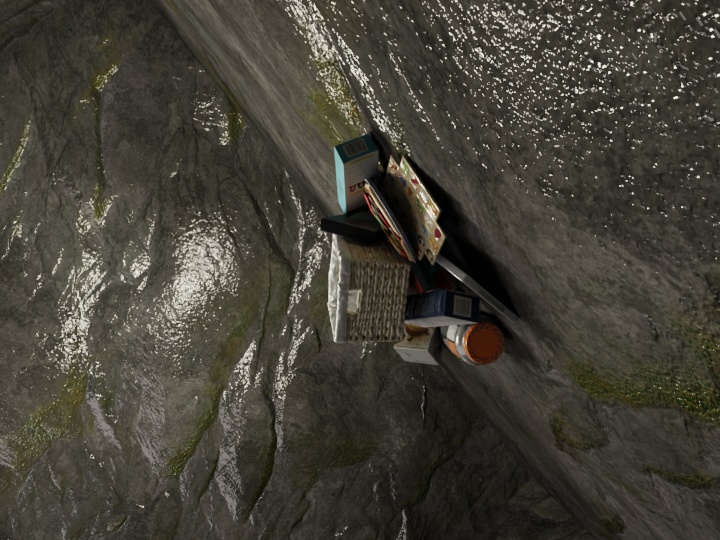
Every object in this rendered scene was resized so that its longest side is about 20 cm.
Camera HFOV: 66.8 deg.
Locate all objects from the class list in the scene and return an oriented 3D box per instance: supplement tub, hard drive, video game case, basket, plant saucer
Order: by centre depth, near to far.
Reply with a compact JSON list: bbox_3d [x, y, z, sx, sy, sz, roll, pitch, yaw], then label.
[{"bbox_3d":[0.222,0.027,1.101,0.199,0.018,0.143,35,-174,-38],"label":"video game case"},{"bbox_3d":[0.013,0.035,1.224,0.200,0.157,0.202,-108,21,-69],"label":"basket"},{"bbox_3d":[0.118,-0.048,1.252,0.070,0.019,0.203,-14,-101,-63],"label":"plant saucer"},{"bbox_3d":[0.014,-0.104,1.280,0.137,0.034,0.199,15,-164,24],"label":"hard drive"},{"bbox_3d":[0.277,0.166,1.360,0.123,0.122,0.200,50,176,-7],"label":"supplement tub"}]

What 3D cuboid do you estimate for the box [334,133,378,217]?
[{"bbox_3d":[-0.007,-0.199,1.176,0.201,0.081,0.050,90,155,-63],"label":"box"}]

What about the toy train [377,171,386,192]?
[{"bbox_3d":[0.063,-0.186,1.193,0.046,0.034,0.200,40,180,-23],"label":"toy train"}]

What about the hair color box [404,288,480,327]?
[{"bbox_3d":[0.168,0.088,1.237,0.098,0.062,0.199,13,166,-27],"label":"hair color box"}]

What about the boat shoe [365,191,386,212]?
[{"bbox_3d":[0.027,-0.178,1.382,0.071,0.070,0.200,55,176,24],"label":"boat shoe"}]

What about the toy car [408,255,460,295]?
[{"bbox_3d":[0.125,0.045,1.383,0.177,0.199,0.185,45,174,48],"label":"toy car"}]

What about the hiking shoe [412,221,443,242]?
[{"bbox_3d":[0.114,-0.093,1.160,0.101,0.076,0.200,46,176,6],"label":"hiking shoe"}]

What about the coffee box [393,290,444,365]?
[{"bbox_3d":[0.183,0.148,1.503,0.111,0.202,0.080,-1,144,37],"label":"coffee box"}]

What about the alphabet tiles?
[{"bbox_3d":[0.099,-0.115,1.043,0.202,0.006,0.167,60,159,23],"label":"alphabet tiles"}]

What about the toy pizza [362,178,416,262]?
[{"bbox_3d":[0.055,-0.098,1.130,0.202,0.031,0.200,59,-177,-4],"label":"toy pizza"}]
